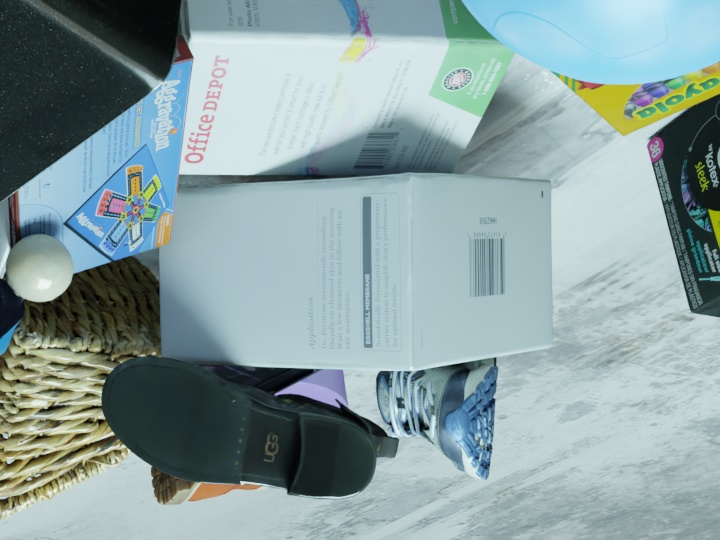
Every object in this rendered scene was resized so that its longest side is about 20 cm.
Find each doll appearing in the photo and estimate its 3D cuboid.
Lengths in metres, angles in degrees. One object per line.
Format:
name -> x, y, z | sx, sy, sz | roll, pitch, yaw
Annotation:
doll -> -0.257, 0.040, 0.877 | 0.199, 0.049, 0.137 | -28, 164, -1

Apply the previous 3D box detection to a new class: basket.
basket -> -0.217, 0.069, 1.080 | 0.142, 0.200, 0.150 | 5, 113, -31

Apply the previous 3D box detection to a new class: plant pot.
plant pot -> -0.208, -0.160, 0.700 | 0.199, 0.201, 0.177 | -28, 136, 33

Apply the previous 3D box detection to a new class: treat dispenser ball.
treat dispenser ball -> 0.128, -0.191, 0.718 | 0.199, 0.202, 0.201 | -7, 153, -4

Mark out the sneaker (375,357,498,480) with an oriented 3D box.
sneaker -> 0.051, 0.096, 1.036 | 0.084, 0.078, 0.200 | 4, -179, 4

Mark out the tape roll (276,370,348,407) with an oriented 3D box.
tape roll -> -0.113, 0.114, 1.393 | 0.198, 0.066, 0.201 | -7, 153, -3

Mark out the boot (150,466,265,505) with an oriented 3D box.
boot -> -0.105, 0.157, 1.338 | 0.106, 0.076, 0.200 | 2, 160, -27

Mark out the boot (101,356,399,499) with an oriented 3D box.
boot -> -0.070, 0.106, 1.023 | 0.198, 0.070, 0.174 | 18, -179, 0

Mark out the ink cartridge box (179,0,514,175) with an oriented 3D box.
ink cartridge box -> -0.024, -0.129, 0.920 | 0.198, 0.088, 0.146 | -3, 152, -16

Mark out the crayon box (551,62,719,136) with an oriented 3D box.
crayon box -> 0.193, -0.156, 0.976 | 0.126, 0.051, 0.200 | -24, 150, 27

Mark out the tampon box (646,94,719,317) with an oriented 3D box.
tampon box -> 0.330, -0.069, 1.078 | 0.125, 0.151, 0.200 | 8, 148, -32

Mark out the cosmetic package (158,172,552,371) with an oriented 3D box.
cosmetic package -> 0.000, 0.000, 1.018 | 0.199, 0.124, 0.199 | 1, -178, 33

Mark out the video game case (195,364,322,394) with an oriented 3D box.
video game case -> -0.117, 0.067, 1.156 | 0.199, 0.142, 0.019 | -26, 124, -37

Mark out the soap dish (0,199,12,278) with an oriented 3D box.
soap dish -> -0.284, -0.047, 0.917 | 0.157, 0.081, 0.201 | 14, 108, -40

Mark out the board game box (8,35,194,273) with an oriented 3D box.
board game box -> -0.154, -0.058, 0.875 | 0.102, 0.020, 0.200 | -17, 156, -20
